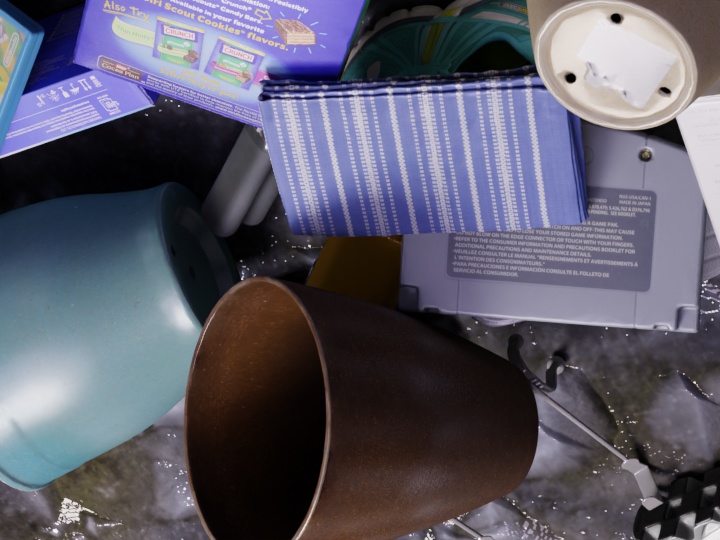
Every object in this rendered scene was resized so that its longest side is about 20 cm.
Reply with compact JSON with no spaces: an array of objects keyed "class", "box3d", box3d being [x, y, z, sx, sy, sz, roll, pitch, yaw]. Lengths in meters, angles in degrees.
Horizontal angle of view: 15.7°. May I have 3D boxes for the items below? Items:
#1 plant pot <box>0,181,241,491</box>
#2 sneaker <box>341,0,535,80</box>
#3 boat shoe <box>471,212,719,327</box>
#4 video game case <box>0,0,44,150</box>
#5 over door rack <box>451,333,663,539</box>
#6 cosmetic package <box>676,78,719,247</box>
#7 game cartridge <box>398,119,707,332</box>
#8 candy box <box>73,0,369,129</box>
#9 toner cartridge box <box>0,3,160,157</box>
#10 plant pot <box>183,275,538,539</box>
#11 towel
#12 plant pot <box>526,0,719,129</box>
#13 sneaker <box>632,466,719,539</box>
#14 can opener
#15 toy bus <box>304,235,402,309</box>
[{"class":"plant pot","box3d":[-0.188,0.033,1.870,0.187,0.201,0.201,-22,124,16]},{"class":"sneaker","box3d":[0.055,-0.129,1.676,0.199,0.080,0.078,-23,121,40]},{"class":"boat shoe","box3d":[0.165,-0.013,1.754,0.198,0.071,0.073,-13,90,11]},{"class":"video game case","box3d":[-0.311,-0.154,1.768,0.200,0.018,0.144,37,120,21]},{"class":"over door rack","box3d":[0.106,0.134,1.906,0.147,0.067,0.200,-30,131,19]},{"class":"cosmetic package","box3d":[0.262,-0.064,1.634,0.074,0.102,0.201,-4,132,28]},{"class":"game cartridge","box3d":[0.127,-0.032,1.705,0.198,0.134,0.042,5,180,9]},{"class":"candy box","box3d":[-0.075,-0.189,1.604,0.168,0.077,0.200,19,142,-3]},{"class":"toner cartridge box","box3d":[-0.210,-0.133,1.779,0.199,0.095,0.043,-15,126,35]},{"class":"plant pot","box3d":[0.012,0.102,1.735,0.199,0.188,0.187,3,149,-33]},{"class":"towel","box3d":[0.042,-0.075,1.646,0.198,0.024,0.145,-2,141,10]},{"class":"plant pot","box3d":[0.168,-0.180,1.484,0.186,0.201,0.188,12,136,12]},{"class":"sneaker","box3d":[0.298,0.180,1.892,0.088,0.074,0.199,40,144,-22]},{"class":"can opener","box3d":[-0.064,-0.102,1.788,0.067,0.052,0.201,51,141,22]},{"class":"toy bus","box3d":[0.000,0.000,1.805,0.065,0.078,0.201,25,122,-1]}]
